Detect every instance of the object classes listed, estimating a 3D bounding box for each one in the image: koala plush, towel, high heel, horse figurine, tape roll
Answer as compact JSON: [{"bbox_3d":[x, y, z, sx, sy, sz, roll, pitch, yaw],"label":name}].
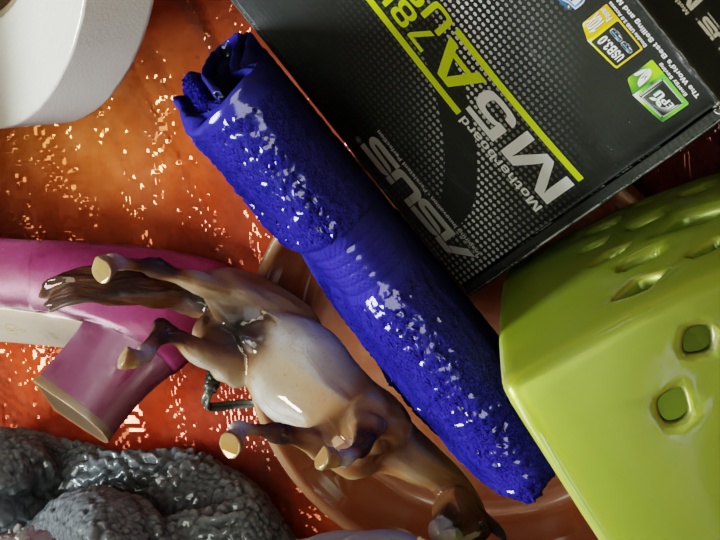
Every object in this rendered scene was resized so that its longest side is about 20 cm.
[{"bbox_3d":[-0.126,0.166,1.274,0.183,0.200,0.179,-3,97,21],"label":"koala plush"},{"bbox_3d":[0.000,0.000,1.156,0.049,0.148,0.200,-39,101,4],"label":"towel"},{"bbox_3d":[-0.155,-0.008,1.350,0.200,0.067,0.096,36,75,19],"label":"high heel"},{"bbox_3d":[-0.037,0.044,1.197,0.200,0.132,0.050,36,106,27],"label":"horse figurine"},{"bbox_3d":[-0.150,-0.162,1.265,0.202,0.037,0.204,13,106,53],"label":"tape roll"}]

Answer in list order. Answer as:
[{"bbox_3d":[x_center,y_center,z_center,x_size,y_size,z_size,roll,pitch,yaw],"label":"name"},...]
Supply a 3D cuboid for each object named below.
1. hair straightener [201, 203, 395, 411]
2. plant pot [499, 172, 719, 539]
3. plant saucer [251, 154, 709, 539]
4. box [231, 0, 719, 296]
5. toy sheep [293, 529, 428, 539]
[{"bbox_3d":[0.004,-0.002,1.280,0.077,0.041,0.200,45,105,9],"label":"hair straightener"},{"bbox_3d":[0.179,0.051,1.123,0.181,0.200,0.199,-34,99,8],"label":"plant pot"},{"bbox_3d":[0.050,0.033,1.254,0.199,0.032,0.201,4,110,9],"label":"plant saucer"},{"bbox_3d":[0.037,-0.108,1.120,0.200,0.047,0.193,51,143,-2],"label":"box"},{"bbox_3d":[-0.008,0.171,1.178,0.200,0.138,0.138,-36,85,37],"label":"toy sheep"}]
